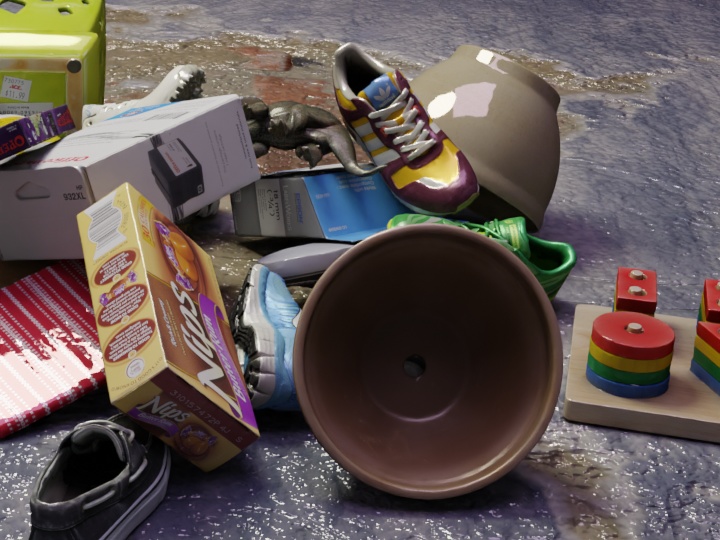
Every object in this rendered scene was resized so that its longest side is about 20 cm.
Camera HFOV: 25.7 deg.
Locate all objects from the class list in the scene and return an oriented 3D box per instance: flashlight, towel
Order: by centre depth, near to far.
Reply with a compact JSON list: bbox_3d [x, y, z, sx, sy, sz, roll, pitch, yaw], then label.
[{"bbox_3d":[-0.241,0.051,1.276,0.200,0.023,0.145,-28,48,-32],"label":"towel"},{"bbox_3d":[0.026,0.051,1.335,0.068,0.068,0.200,-1,25,-5],"label":"flashlight"}]

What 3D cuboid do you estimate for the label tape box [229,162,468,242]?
[{"bbox_3d":[-0.013,-0.069,1.530,0.144,0.064,0.200,-11,8,-36],"label":"label tape box"}]

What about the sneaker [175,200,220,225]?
[{"bbox_3d":[-0.178,-0.085,1.554,0.066,0.091,0.200,28,22,6],"label":"sneaker"}]

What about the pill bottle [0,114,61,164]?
[{"bbox_3d":[-0.328,-0.087,1.534,0.111,0.112,0.200,-12,29,-33],"label":"pill bottle"}]

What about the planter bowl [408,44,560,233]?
[{"bbox_3d":[0.123,-0.143,1.603,0.200,0.135,0.200,28,-4,2],"label":"planter bowl"}]

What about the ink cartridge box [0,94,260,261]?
[{"bbox_3d":[-0.209,-0.081,1.376,0.145,0.084,0.200,-1,21,39],"label":"ink cartridge box"}]

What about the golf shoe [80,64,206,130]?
[{"bbox_3d":[-0.235,-0.142,1.561,0.097,0.200,0.078,45,24,7],"label":"golf shoe"}]

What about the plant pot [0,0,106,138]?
[{"bbox_3d":[-0.370,-0.199,1.692,0.199,0.200,0.182,-1,30,-13],"label":"plant pot"}]

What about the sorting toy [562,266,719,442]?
[{"bbox_3d":[0.281,0.066,1.343,0.199,0.070,0.199,8,24,7],"label":"sorting toy"}]

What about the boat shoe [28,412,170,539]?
[{"bbox_3d":[-0.176,0.139,1.088,0.072,0.071,0.200,6,23,4],"label":"boat shoe"}]

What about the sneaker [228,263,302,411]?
[{"bbox_3d":[-0.065,0.065,1.308,0.090,0.079,0.200,18,23,-16],"label":"sneaker"}]

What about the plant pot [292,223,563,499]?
[{"bbox_3d":[0.045,0.070,1.187,0.200,0.202,0.093,2,-7,-7],"label":"plant pot"}]

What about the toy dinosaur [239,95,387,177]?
[{"bbox_3d":[-0.063,-0.133,1.487,0.199,0.077,0.102,3,22,23],"label":"toy dinosaur"}]

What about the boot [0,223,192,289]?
[{"bbox_3d":[-0.260,-0.003,1.412,0.199,0.066,0.175,6,23,7],"label":"boot"}]

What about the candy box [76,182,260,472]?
[{"bbox_3d":[-0.148,0.041,1.188,0.056,0.117,0.200,-34,44,12],"label":"candy box"}]

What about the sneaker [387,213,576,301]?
[{"bbox_3d":[0.110,-0.024,1.433,0.200,0.084,0.074,11,49,-31],"label":"sneaker"}]

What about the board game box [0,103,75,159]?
[{"bbox_3d":[-0.321,-0.103,1.362,0.120,0.032,0.200,-19,9,4],"label":"board game box"}]

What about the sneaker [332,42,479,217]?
[{"bbox_3d":[0.034,-0.131,1.466,0.075,0.090,0.200,-37,55,-10],"label":"sneaker"}]

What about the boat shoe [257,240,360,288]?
[{"bbox_3d":[0.000,0.000,1.455,0.199,0.057,0.069,-9,8,-29],"label":"boat shoe"}]
